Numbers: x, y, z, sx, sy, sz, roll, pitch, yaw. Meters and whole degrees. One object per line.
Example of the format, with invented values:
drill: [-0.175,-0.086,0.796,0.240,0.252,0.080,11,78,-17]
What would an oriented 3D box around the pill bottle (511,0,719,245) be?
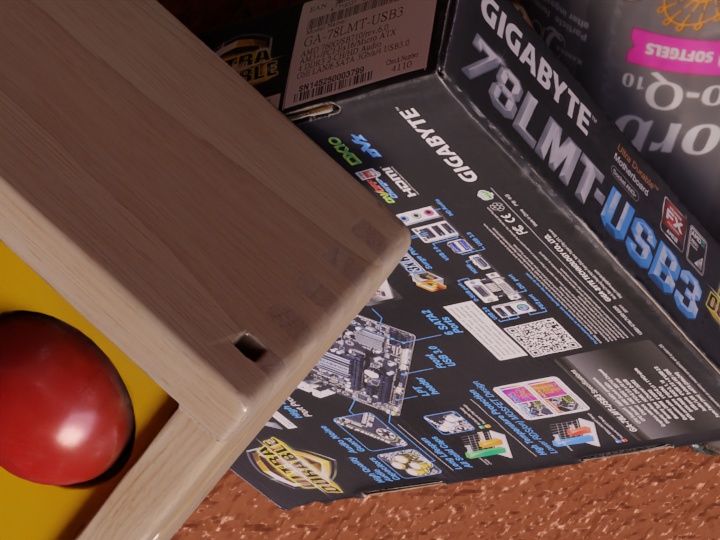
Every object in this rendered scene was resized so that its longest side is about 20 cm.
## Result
pill bottle: [0.098,-0.073,0.888,0.116,0.116,0.201,-15,136,-23]

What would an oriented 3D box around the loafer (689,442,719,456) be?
loafer: [0.162,0.048,1.092,0.200,0.063,0.072,19,116,-45]

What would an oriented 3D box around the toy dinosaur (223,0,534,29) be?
toy dinosaur: [-0.016,-0.029,0.878,0.106,0.061,0.200,33,146,-13]

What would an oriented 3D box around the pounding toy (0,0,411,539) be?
pounding toy: [-0.110,0.039,0.741,0.200,0.184,0.142,-50,176,38]

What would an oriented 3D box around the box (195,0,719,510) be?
box: [0.000,0.000,0.836,0.198,0.050,0.200,-12,141,35]
